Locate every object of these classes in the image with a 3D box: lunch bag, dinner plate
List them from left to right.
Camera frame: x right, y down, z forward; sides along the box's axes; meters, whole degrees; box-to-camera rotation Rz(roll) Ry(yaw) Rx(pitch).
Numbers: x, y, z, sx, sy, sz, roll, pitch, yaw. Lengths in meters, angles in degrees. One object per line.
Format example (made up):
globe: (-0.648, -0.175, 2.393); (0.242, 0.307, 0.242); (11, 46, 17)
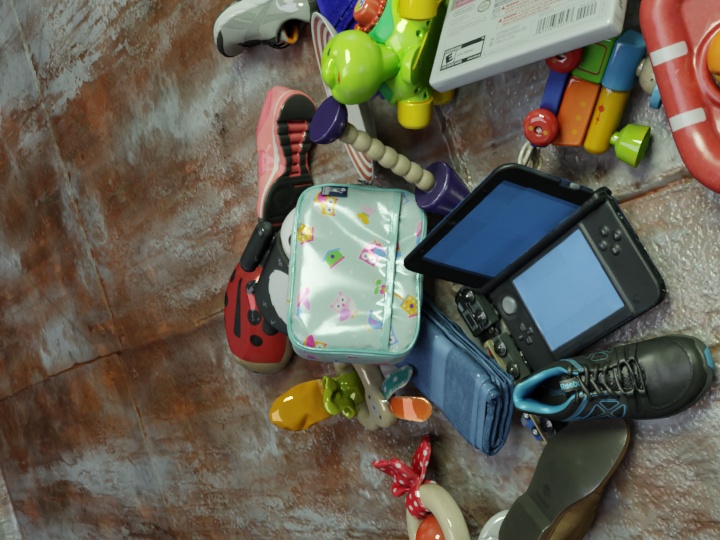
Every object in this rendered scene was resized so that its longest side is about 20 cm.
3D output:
dinner plate: (-0.014, -0.198, 0.984); (0.200, 0.024, 0.204); (160, 91, -85)
lunch bag: (0.000, 0.000, 0.956); (0.077, 0.156, 0.205); (80, -166, -76)

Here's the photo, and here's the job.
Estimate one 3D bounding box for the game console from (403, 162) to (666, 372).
game console: (0.163, 0.008, 0.838); (0.173, 0.117, 0.200); (61, 143, 13)

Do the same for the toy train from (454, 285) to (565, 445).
toy train: (0.163, 0.104, 0.944); (0.202, 0.034, 0.046); (60, 141, 15)

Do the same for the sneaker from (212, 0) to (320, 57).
sneaker: (-0.123, -0.314, 1.093); (0.198, 0.073, 0.081); (-19, 94, 49)

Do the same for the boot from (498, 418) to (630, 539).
boot: (0.226, 0.229, 0.901); (0.202, 0.074, 0.074); (-59, 35, 21)

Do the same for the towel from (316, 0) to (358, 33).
towel: (0.005, -0.368, 0.947); (0.199, 0.049, 0.150); (-37, 76, 48)

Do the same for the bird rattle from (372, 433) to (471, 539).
bird rattle: (0.091, 0.312, 1.041); (0.162, 0.110, 0.205); (20, 108, 60)

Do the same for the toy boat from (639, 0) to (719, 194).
toy boat: (0.284, -0.153, 0.631); (0.128, 0.130, 0.204); (-17, 90, 25)

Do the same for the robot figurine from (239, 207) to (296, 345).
robot figurine: (-0.065, 0.007, 1.093); (0.126, 0.148, 0.202); (59, 137, 32)

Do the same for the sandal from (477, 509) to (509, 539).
sandal: (0.173, 0.381, 1.010); (0.050, 0.080, 0.208); (-92, -2, -85)

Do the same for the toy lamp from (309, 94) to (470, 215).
toy lamp: (0.038, -0.114, 0.899); (0.058, 0.198, 0.059); (-34, 41, 36)

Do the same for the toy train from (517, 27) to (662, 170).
toy train: (0.213, -0.125, 0.788); (0.114, 0.085, 0.203); (25, 127, 20)

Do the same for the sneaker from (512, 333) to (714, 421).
sneaker: (0.237, 0.112, 0.816); (0.198, 0.081, 0.075); (-26, 68, 43)

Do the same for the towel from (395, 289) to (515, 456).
towel: (0.101, 0.112, 0.983); (0.200, 0.048, 0.114); (43, 142, 42)

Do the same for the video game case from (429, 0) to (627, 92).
video game case: (0.155, -0.263, 0.762); (0.198, 0.022, 0.186); (-7, 63, 49)

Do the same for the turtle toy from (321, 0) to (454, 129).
turtle toy: (0.032, -0.223, 0.860); (0.099, 0.200, 0.149); (13, 124, 20)

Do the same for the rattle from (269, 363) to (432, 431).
rattle: (-0.019, 0.162, 1.058); (0.199, 0.140, 0.134); (-150, 58, -62)

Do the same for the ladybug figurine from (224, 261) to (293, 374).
ladybug figurine: (-0.152, 0.063, 1.251); (0.134, 0.071, 0.205); (24, 120, 41)

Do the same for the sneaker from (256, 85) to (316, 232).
sneaker: (-0.106, -0.149, 1.145); (0.087, 0.072, 0.204); (42, 128, 48)
